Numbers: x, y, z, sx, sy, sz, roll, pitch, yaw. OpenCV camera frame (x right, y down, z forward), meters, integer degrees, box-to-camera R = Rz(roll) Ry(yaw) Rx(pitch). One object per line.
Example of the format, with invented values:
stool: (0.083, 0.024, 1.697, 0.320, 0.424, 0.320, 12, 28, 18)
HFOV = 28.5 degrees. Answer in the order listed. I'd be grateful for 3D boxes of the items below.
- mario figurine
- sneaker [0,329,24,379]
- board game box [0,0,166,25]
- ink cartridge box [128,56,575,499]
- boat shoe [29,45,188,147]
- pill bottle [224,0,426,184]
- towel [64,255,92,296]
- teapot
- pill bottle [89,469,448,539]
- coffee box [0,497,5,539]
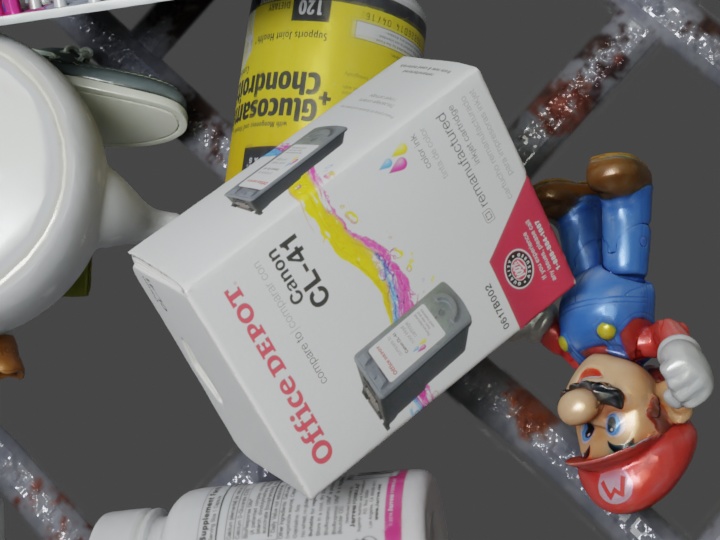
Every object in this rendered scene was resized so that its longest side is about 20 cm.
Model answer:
mario figurine: (0.134, 0.037, 0.807, 0.104, 0.124, 0.203, -5, 74, -3)
sneaker: (-0.303, 0.099, 0.902, 0.199, 0.073, 0.085, -39, 73, 1)
board game box: (-0.119, -0.186, 0.861, 0.197, 0.200, 0.026, -6, 108, 10)
ink cartridge box: (0.000, 0.000, 0.764, 0.199, 0.085, 0.149, -38, 117, -18)
boat shoe: (-0.202, -0.129, 0.928, 0.197, 0.073, 0.062, 8, 63, 13)
pill bottle: (-0.024, -0.069, 0.859, 0.110, 0.112, 0.203, 5, 80, 12)
towel: (-0.273, -0.025, 0.952, 0.197, 0.018, 0.087, 0, 85, 10)
teapot: (-0.243, -0.045, 0.864, 0.197, 0.146, 0.201, -39, 83, -5)
pill bottle: (-0.051, 0.180, 0.816, 0.197, 0.113, 0.115, -7, 78, 10)
coffee box: (-0.336, 0.236, 0.817, 0.197, 0.200, 0.201, -7, 78, 10)
